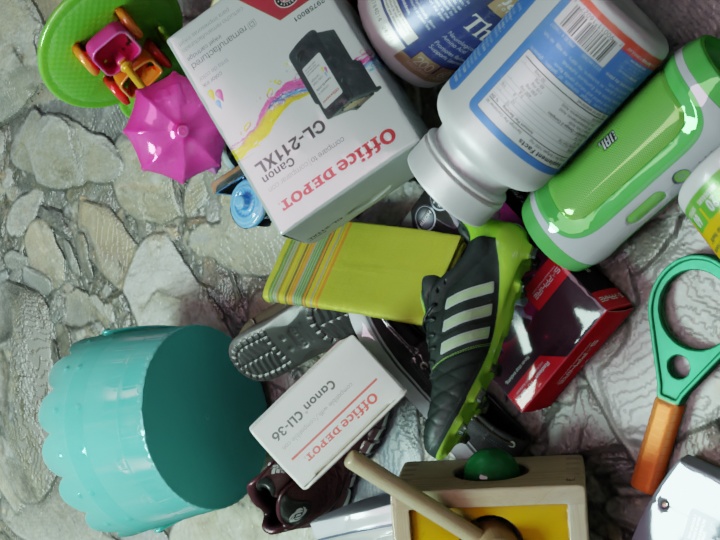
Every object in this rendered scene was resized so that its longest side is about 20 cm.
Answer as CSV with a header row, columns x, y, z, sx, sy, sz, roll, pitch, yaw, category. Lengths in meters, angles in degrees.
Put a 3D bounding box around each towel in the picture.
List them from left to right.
x,y,z,sx,sy,sz,roll,pitch,yaw,category
0.000,0.000,1.212,0.199,0.018,0.087,8,68,43,towel

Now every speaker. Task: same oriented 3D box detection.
x,y,z,sx,sy,sz,roll,pitch,yaw,category
0.216,-0.088,1.075,0.200,0.088,0.089,-45,69,32,speaker

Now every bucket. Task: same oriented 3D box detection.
x,y,z,sx,sy,sz,roll,pitch,yaw,category
-0.194,0.150,1.354,0.134,0.206,0.209,-13,87,36,bucket

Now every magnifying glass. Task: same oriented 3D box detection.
x,y,z,sx,sy,sz,roll,pitch,yaw,category
0.254,0.084,1.109,0.079,0.022,0.202,24,107,33,magnifying glass

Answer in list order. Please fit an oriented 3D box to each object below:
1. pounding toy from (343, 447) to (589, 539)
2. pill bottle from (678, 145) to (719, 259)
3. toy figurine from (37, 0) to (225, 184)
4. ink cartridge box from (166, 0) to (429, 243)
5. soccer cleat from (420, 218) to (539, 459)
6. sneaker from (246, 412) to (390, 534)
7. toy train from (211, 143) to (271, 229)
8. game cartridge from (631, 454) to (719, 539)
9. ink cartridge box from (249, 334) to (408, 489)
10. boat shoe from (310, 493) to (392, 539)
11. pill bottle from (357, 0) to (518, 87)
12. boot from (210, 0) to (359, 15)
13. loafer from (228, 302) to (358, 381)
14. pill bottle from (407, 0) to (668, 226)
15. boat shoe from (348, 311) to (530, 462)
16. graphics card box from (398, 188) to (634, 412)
x,y,z,sx,sy,sz,roll,pitch,yaw,category
0.093,0.224,1.123,0.182,0.142,0.202,-4,96,9,pounding toy
0.326,-0.007,0.981,0.111,0.111,0.201,-46,68,32,pill bottle
-0.183,-0.148,1.296,0.150,0.200,0.184,-39,57,1,toy figurine
-0.046,-0.146,1.174,0.145,0.083,0.201,-33,79,10,ink cartridge box
0.078,0.051,1.103,0.080,0.068,0.201,17,72,14,soccer cleat
-0.043,0.165,1.286,0.075,0.115,0.202,29,112,32,sneaker
-0.055,-0.113,1.287,0.199,0.086,0.115,-28,70,38,toy train
0.272,0.255,1.104,0.132,0.041,0.202,23,109,30,game cartridge
-0.030,0.116,1.160,0.116,0.200,0.068,-44,91,-8,ink cartridge box
0.044,0.235,1.249,0.199,0.073,0.066,-15,89,33,boat shoe
0.102,-0.242,1.128,0.199,0.111,0.112,-30,77,36,pill bottle
-0.059,-0.231,1.283,0.154,0.072,0.201,32,113,28,boot
-0.034,0.033,1.291,0.199,0.071,0.073,-21,118,22,loafer
0.129,-0.133,1.062,0.200,0.112,0.113,-47,68,22,pill bottle
0.072,0.090,1.206,0.066,0.070,0.201,-40,84,22,boat shoe
0.121,0.006,1.182,0.200,0.051,0.126,51,123,23,graphics card box
